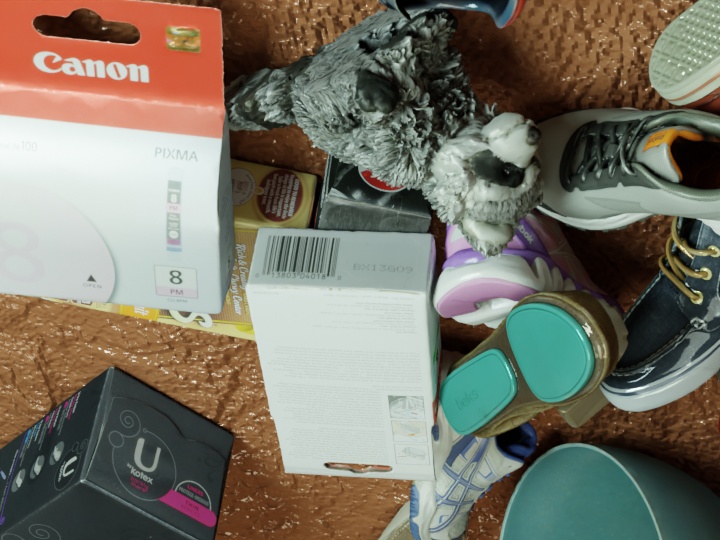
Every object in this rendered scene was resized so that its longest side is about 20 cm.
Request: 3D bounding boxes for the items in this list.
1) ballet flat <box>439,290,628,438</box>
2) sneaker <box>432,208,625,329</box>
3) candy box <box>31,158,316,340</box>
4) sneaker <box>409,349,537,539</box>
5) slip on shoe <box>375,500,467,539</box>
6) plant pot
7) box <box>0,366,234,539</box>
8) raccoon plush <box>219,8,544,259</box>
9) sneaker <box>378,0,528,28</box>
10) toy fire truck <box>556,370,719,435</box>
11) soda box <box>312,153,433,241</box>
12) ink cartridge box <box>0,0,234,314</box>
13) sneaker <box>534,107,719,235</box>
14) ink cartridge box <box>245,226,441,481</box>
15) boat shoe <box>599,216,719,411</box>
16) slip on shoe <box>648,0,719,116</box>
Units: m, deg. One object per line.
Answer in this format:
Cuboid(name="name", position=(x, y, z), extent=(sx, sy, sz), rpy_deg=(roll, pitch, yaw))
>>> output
Cuboid(name="ballet flat", position=(0.113, 0.051, 1.062), extent=(0.072, 0.068, 0.200), rpy_deg=(-19, 167, -25))
Cuboid(name="sneaker", position=(0.109, -0.001, 1.124), extent=(0.080, 0.089, 0.200), rpy_deg=(-16, 156, 25))
Cuboid(name="candy box", position=(-0.134, -0.023, 1.160), extent=(0.199, 0.056, 0.116), rpy_deg=(12, 139, 0))
Cuboid(name="sneaker", position=(0.081, 0.137, 1.293), extent=(0.087, 0.076, 0.201), rpy_deg=(5, 141, 6))
Cuboid(name="slip on shoe", position=(0.032, 0.256, 1.455), extent=(0.076, 0.061, 0.200), rpy_deg=(20, 140, -12))
Cuboid(name="plant pot", position=(0.209, 0.224, 1.302), extent=(0.134, 0.201, 0.200), rpy_deg=(2, 147, -31))
Cuboid(name="box", position=(-0.206, 0.179, 1.378), extent=(0.122, 0.107, 0.200), rpy_deg=(31, 135, -25))
Cuboid(name="raccoon plush", position=(0.020, -0.073, 1.034), extent=(0.200, 0.097, 0.134), rpy_deg=(1, 130, 56))
Cuboid(name="sneaker", position=(0.000, -0.176, 0.926), extent=(0.199, 0.085, 0.075), rpy_deg=(12, 141, -2))
Cuboid(name="toy fire truck", position=(0.240, 0.069, 1.150), extent=(0.199, 0.129, 0.176), rpy_deg=(3, 141, 22))
Cuboid(name="soda box", position=(0.000, 0.000, 1.155), extent=(0.070, 0.064, 0.201), rpy_deg=(11, 141, -2))
Cuboid(name="ink cartridge box", position=(-0.158, -0.065, 1.051), extent=(0.161, 0.057, 0.201), rpy_deg=(6, 138, 4))
Cuboid(name="sneaker", position=(0.159, -0.063, 0.998), extent=(0.199, 0.074, 0.079), rpy_deg=(9, 166, 42))
Cuboid(name="ink cartridge box", position=(-0.005, 0.057, 1.135), extent=(0.108, 0.051, 0.201), rpy_deg=(3, 141, 8))
Cuboid(name="boat shoe", position=(0.201, -0.008, 1.054), extent=(0.200, 0.071, 0.091), rpy_deg=(-43, 130, 10))
Cuboid(name="slip on shoe", position=(0.239, -0.136, 0.939), extent=(0.061, 0.074, 0.200), rpy_deg=(24, 144, -29))
